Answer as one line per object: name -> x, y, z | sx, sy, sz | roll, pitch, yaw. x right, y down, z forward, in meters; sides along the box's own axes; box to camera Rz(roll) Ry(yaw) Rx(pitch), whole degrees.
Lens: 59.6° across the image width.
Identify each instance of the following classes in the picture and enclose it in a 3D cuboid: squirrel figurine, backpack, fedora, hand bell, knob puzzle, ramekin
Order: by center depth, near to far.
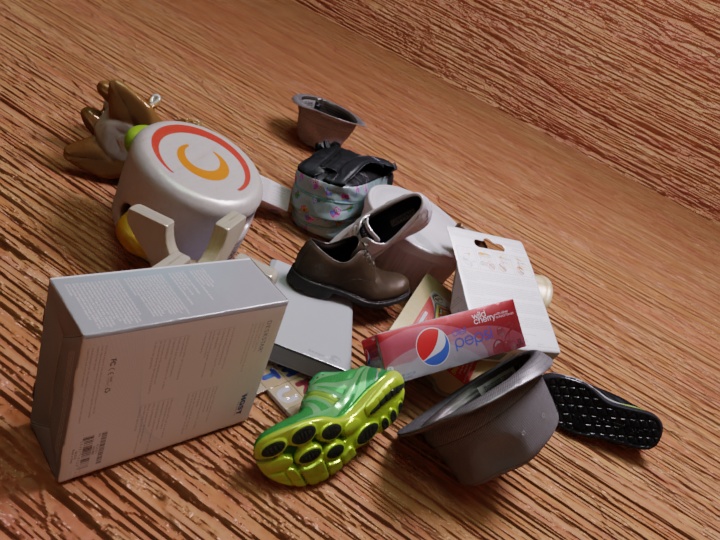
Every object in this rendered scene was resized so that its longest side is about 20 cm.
fedora -> 0.147, 0.173, 0.708 | 0.197, 0.177, 0.092 | -25, 81, -35
knob puzzle -> 0.139, 0.116, 0.905 | 0.215, 0.031, 0.223 | 20, 41, -18
squirrel figurine -> -0.347, -0.216, 1.012 | 0.197, 0.143, 0.187 | 29, 14, -23
hand bell -> 0.217, -0.008, 1.021 | 0.200, 0.104, 0.105 | 42, 18, -27
ramekin -> 0.079, -0.048, 1.059 | 0.199, 0.095, 0.204 | 24, 29, -14
backpack -> -0.039, -0.143, 1.105 | 0.163, 0.130, 0.200 | 15, 25, 17
fedora -> -0.082, -0.324, 1.419 | 0.173, 0.092, 0.200 | 8, 26, -32

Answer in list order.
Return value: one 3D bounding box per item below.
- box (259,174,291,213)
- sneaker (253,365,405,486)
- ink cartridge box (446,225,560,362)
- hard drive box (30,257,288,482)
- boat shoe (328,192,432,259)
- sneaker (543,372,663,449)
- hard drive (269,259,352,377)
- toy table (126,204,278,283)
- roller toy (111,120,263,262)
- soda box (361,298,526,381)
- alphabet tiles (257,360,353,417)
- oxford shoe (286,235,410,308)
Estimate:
box -> -0.197, -0.143, 1.002 | 0.038, 0.043, 0.198 | -1, -15, 44
sneaker -> -0.036, 0.158, 0.664 | 0.082, 0.076, 0.198 | 15, 24, 41
ink cartridge box -> 0.201, 0.039, 0.947 | 0.159, 0.050, 0.204 | 9, 52, -28
hard drive box -> -0.180, 0.082, 0.576 | 0.197, 0.159, 0.077 | -7, 38, -46
boat shoe -> 0.014, -0.055, 0.930 | 0.074, 0.198, 0.065 | 56, 8, 16
sneaker -> 0.334, 0.203, 0.906 | 0.196, 0.073, 0.083 | 25, 3, -3
hard drive -> -0.073, 0.061, 0.822 | 0.129, 0.027, 0.201 | 23, 24, -11
toy table -> -0.189, 0.013, 0.716 | 0.180, 0.119, 0.201 | 20, 28, -5
roller toy -> -0.233, -0.092, 0.847 | 0.179, 0.141, 0.203 | 12, 39, -31
soda box -> 0.105, 0.092, 0.793 | 0.195, 0.070, 0.065 | -13, 81, -19
alphabet tiles -> -0.097, 0.108, 0.759 | 0.199, 0.008, 0.165 | 40, 31, 27
oxford shoe -> 0.000, 0.000, 0.884 | 0.196, 0.086, 0.073 | 12, 24, -36
